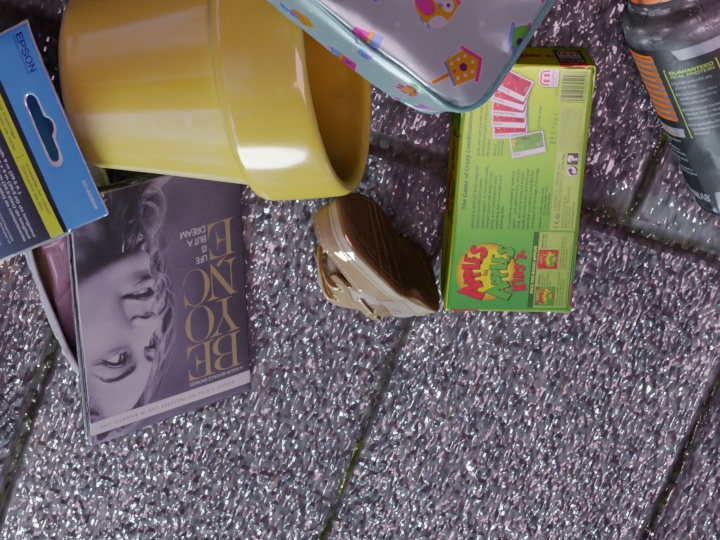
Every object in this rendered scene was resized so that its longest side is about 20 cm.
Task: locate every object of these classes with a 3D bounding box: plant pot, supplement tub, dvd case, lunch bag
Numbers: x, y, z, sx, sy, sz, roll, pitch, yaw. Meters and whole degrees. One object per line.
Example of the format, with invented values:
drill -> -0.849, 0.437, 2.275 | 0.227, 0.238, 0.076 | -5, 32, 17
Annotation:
plant pot -> -0.104, -0.147, 1.387 | 0.187, 0.201, 0.203 | -4, 115, 14
supplement tub -> 0.270, -0.150, 1.445 | 0.122, 0.123, 0.201 | -25, 114, 6
dvd case -> -0.152, 0.022, 1.500 | 0.148, 0.016, 0.202 | -17, 118, -32
lunch bag -> 0.033, -0.205, 1.252 | 0.199, 0.077, 0.161 | 35, 82, -14

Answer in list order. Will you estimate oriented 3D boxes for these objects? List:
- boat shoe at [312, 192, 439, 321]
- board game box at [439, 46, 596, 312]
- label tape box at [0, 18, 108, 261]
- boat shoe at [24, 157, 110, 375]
boat shoe -> 0.000, 0.000, 1.468 | 0.069, 0.074, 0.200 | -18, 157, 15
board game box -> 0.119, -0.069, 1.507 | 0.100, 0.048, 0.202 | 1, 113, -5
label tape box -> -0.250, -0.087, 1.385 | 0.199, 0.066, 0.144 | -19, 98, 40
boat shoe -> -0.221, -0.018, 1.489 | 0.074, 0.065, 0.204 | -8, 114, -2
